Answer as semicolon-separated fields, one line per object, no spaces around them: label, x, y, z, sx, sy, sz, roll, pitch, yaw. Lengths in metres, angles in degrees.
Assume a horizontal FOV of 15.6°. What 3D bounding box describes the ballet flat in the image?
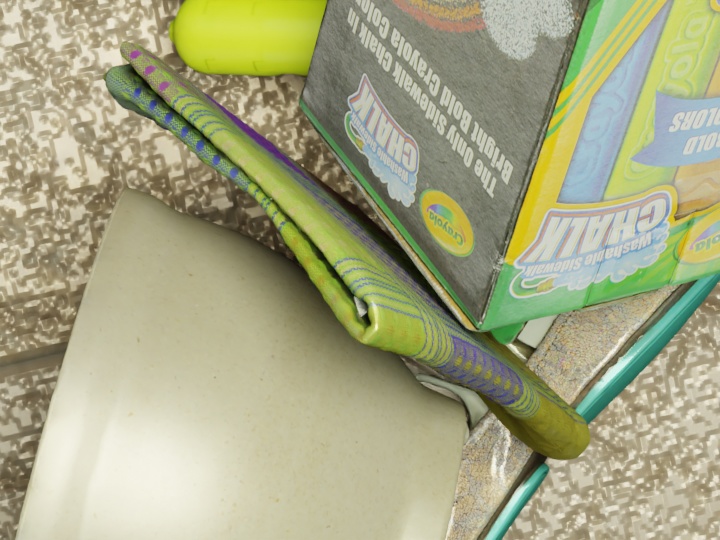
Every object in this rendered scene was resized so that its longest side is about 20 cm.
ballet flat;0.054;0.048;0.976;0.067;0.068;0.200;39;87;9

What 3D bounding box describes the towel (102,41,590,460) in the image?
towel;0.000;0.000;0.877;0.023;0.200;0.144;-48;64;4

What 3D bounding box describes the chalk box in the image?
chalk box;0.069;-0.068;0.856;0.123;0.125;0.201;-14;139;-30

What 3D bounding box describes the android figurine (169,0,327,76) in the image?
android figurine;-0.036;-0.160;0.929;0.199;0.041;0.183;5;100;15

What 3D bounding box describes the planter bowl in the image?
planter bowl;-0.042;0.087;0.889;0.134;0.200;0.201;16;92;-2
